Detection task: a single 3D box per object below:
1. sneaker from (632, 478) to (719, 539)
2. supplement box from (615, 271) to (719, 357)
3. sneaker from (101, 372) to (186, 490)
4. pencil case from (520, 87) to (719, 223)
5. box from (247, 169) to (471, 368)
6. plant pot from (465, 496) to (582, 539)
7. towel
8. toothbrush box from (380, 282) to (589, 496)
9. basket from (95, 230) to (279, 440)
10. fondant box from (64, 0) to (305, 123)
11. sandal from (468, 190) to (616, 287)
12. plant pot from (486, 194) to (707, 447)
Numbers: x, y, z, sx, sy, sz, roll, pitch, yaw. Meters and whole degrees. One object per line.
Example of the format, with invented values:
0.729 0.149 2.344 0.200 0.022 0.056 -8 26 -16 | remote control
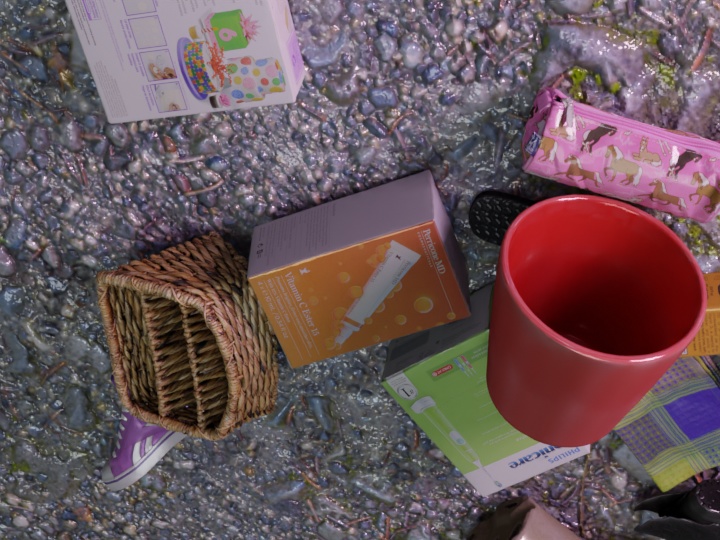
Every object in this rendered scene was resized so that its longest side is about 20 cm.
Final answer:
0.425 0.290 1.418 0.197 0.061 0.105 14 141 -8 | sneaker
0.361 0.044 1.245 0.197 0.067 0.069 -6 124 17 | supplement box
-0.271 0.174 1.476 0.114 0.073 0.200 41 113 -14 | sneaker
0.250 -0.107 1.150 0.198 0.087 0.084 17 94 -1 | pencil case
0.000 0.000 1.251 0.198 0.098 0.125 -17 122 12 | box
0.215 0.378 1.458 0.184 0.201 0.200 46 122 -8 | plant pot
0.344 0.158 1.359 0.143 0.023 0.200 -28 116 27 | towel
0.140 0.135 1.345 0.145 0.086 0.200 -29 115 28 | toothbrush box
-0.179 0.087 1.308 0.148 0.143 0.202 -21 131 -26 | basket
-0.165 -0.226 1.165 0.197 0.059 0.146 -4 125 15 | fondant box
0.208 -0.040 1.237 0.198 0.045 0.076 20 123 16 | sandal
0.207 0.060 1.161 0.198 0.202 0.178 14 137 1 | plant pot
